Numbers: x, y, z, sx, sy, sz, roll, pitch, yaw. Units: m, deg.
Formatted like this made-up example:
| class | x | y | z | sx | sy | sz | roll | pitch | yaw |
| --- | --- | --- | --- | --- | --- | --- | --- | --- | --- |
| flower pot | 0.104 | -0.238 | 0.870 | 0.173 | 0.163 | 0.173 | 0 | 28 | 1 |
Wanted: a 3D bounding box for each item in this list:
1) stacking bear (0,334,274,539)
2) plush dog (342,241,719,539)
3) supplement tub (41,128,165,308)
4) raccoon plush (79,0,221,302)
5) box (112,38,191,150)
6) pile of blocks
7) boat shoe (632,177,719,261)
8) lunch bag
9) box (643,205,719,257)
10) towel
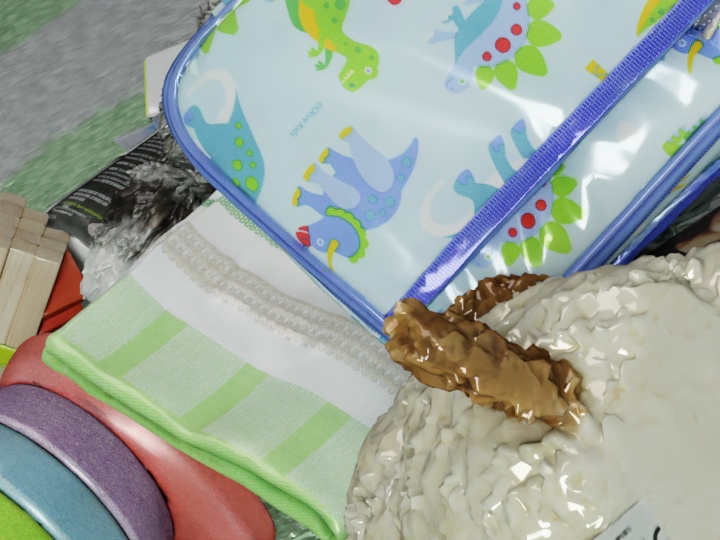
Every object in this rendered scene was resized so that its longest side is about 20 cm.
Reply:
| class | x | y | z | sx | sy | sz | roll | pitch | yaw |
| --- | --- | --- | --- | --- | --- | --- | --- | --- | --- |
| stacking bear | -0.148 | 0.128 | 0.754 | 0.121 | 0.114 | 0.200 | -2 | 37 | 48 |
| plush dog | 0.050 | 0.067 | 0.563 | 0.172 | 0.160 | 0.200 | 141 | 143 | -59 |
| supplement tub | -0.047 | -0.028 | 0.976 | 0.200 | 0.123 | 0.123 | -38 | 24 | -26 |
| raccoon plush | -0.037 | -0.076 | 0.855 | 0.134 | 0.097 | 0.200 | 114 | 177 | -61 |
| box | -0.020 | -0.097 | 1.110 | 0.200 | 0.122 | 0.048 | -18 | 62 | 24 |
| pile of blocks | -0.159 | 0.070 | 0.902 | 0.082 | 0.062 | 0.200 | -164 | 93 | -82 |
| boat shoe | 0.075 | -0.014 | 0.878 | 0.202 | 0.074 | 0.065 | -25 | 27 | 18 |
| lunch bag | 0.050 | -0.073 | 0.684 | 0.200 | 0.161 | 0.082 | -45 | -7 | 6 |
| box | 0.113 | 0.034 | 0.746 | 0.200 | 0.049 | 0.082 | -33 | 22 | -13 |
| towel | 0.000 | 0.000 | 0.759 | 0.149 | 0.031 | 0.200 | 27 | 52 | 28 |
